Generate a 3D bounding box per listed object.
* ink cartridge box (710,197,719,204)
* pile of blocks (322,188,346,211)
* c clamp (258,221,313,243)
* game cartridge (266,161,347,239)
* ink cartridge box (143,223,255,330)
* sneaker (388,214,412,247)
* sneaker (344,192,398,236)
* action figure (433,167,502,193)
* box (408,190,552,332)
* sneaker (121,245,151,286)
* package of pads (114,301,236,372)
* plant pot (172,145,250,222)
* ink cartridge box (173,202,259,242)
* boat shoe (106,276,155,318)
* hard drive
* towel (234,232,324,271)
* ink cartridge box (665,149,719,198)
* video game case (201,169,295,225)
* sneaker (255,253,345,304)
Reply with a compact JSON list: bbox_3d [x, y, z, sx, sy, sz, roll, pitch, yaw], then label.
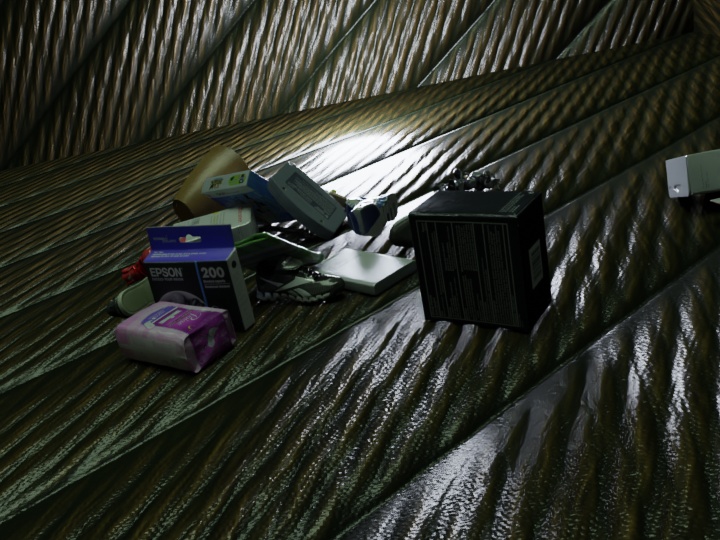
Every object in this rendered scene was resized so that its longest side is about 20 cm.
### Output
[{"bbox_3d":[0.783,-0.107,1.415,0.173,0.046,0.200,-14,22,-11],"label":"ink cartridge box"},{"bbox_3d":[-0.112,-0.179,1.979,0.196,0.084,0.062,0,24,27],"label":"pile of blocks"},{"bbox_3d":[-0.200,-0.087,1.883,0.197,0.028,0.171,8,34,36],"label":"c clamp"},{"bbox_3d":[-0.128,-0.166,1.839,0.041,0.199,0.133,-46,6,32],"label":"game cartridge"},{"bbox_3d":[-0.310,0.016,1.439,0.194,0.204,0.043,-1,23,24],"label":"ink cartridge box"},{"bbox_3d":[0.161,-0.077,1.611,0.196,0.076,0.116,-11,24,-2],"label":"sneaker"},{"bbox_3d":[0.004,-0.128,1.822,0.113,0.082,0.199,-4,16,27],"label":"sneaker"},{"bbox_3d":[0.270,-0.219,1.913,0.129,0.071,0.198,4,23,45],"label":"action figure"},{"bbox_3d":[0.202,-0.022,1.282,0.195,0.204,0.123,5,26,33],"label":"box"},{"bbox_3d":[-0.475,0.004,1.691,0.114,0.080,0.200,-24,-9,-4],"label":"sneaker"},{"bbox_3d":[-0.334,0.115,1.380,0.197,0.077,0.120,5,30,35],"label":"package of pads"},{"bbox_3d":[-0.415,-0.211,2.115,0.184,0.189,0.200,9,44,41],"label":"plant pot"},{"bbox_3d":[-0.341,-0.075,1.809,0.196,0.085,0.146,-17,25,0],"label":"ink cartridge box"},{"bbox_3d":[-0.447,0.057,1.581,0.065,0.076,0.199,-21,9,25],"label":"boat shoe"},{"bbox_3d":[0.000,0.000,1.564,0.198,0.027,0.131,10,30,44],"label":"hard drive"},{"bbox_3d":[-0.183,-0.035,1.548,0.147,0.031,0.199,-15,-20,27],"label":"towel"},{"bbox_3d":[0.749,-0.207,1.577,0.196,0.087,0.145,-10,2,6],"label":"ink cartridge box"},{"bbox_3d":[-0.263,-0.176,1.900,0.179,0.046,0.199,-2,-22,43],"label":"video game case"},{"bbox_3d":[-0.126,0.013,1.506,0.196,0.092,0.067,-1,24,24],"label":"sneaker"}]
